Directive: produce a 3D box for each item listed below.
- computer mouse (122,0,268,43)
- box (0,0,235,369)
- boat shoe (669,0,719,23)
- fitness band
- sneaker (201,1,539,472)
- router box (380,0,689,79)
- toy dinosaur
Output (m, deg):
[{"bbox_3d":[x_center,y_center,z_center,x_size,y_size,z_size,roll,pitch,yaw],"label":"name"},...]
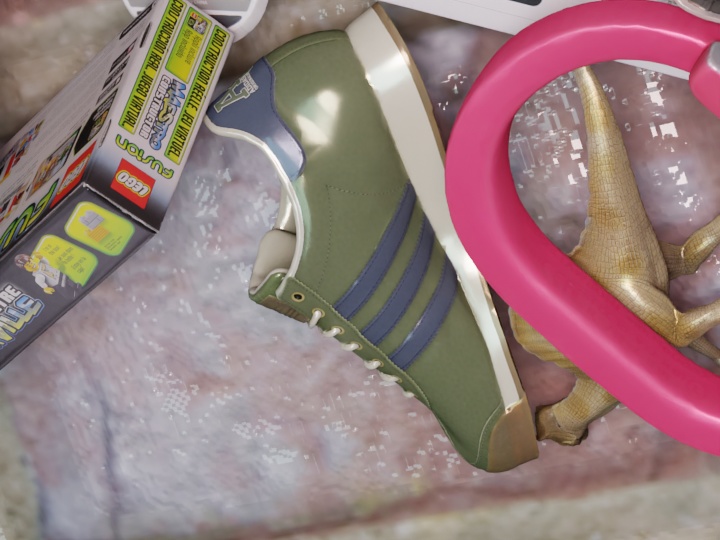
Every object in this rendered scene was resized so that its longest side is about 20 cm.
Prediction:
[{"bbox_3d":[-0.066,-0.187,1.131,0.109,0.044,0.201,5,110,17],"label":"computer mouse"},{"bbox_3d":[-0.130,-0.017,1.160,0.035,0.110,0.200,34,137,-18],"label":"box"},{"bbox_3d":[0.184,-0.103,1.033,0.200,0.067,0.057,14,163,-27],"label":"boat shoe"},{"bbox_3d":[0.123,-0.012,1.061,0.200,0.037,0.144,41,130,-10],"label":"fitness band"},{"bbox_3d":[0.000,0.000,1.147,0.090,0.067,0.201,-21,113,-4],"label":"sneaker"},{"bbox_3d":[0.092,-0.180,1.070,0.179,0.049,0.201,16,117,13],"label":"router box"},{"bbox_3d":[0.108,0.008,1.122,0.101,0.058,0.200,3,129,1],"label":"toy dinosaur"}]
